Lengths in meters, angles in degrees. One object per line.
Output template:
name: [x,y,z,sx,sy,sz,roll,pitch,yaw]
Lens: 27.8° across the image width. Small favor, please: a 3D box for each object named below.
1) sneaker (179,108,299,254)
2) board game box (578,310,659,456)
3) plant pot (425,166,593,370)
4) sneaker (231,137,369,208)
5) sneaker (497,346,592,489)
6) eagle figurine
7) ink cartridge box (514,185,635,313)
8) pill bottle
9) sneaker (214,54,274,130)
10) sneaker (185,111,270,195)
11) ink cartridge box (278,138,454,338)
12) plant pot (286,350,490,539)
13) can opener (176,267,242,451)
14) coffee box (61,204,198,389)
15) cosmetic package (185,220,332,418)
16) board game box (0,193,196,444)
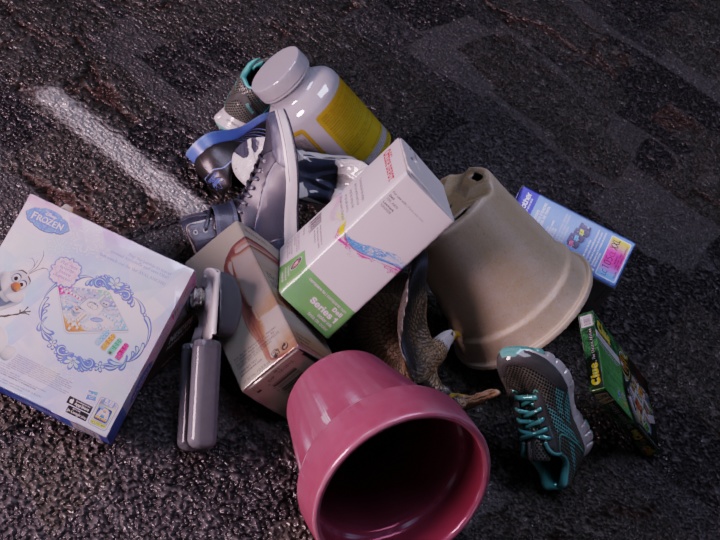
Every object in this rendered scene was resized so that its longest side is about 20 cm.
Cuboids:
sneaker: [-0.146,-0.092,1.754,0.145,0.204,0.077,-1,10,-7]
board game box: [0.314,0.139,1.761,0.200,0.023,0.106,45,36,-48]
plant pot: [0.150,-0.016,1.764,0.184,0.199,0.201,51,30,-24]
sneaker: [-0.058,-0.115,1.862,0.197,0.080,0.130,6,-6,17]
sneaker: [0.208,0.172,1.660,0.201,0.077,0.092,57,40,-31]
eagle figurine: [0.061,0.083,1.691,0.201,0.151,0.151,59,16,2]
ink cartridge box: [0.247,-0.031,1.934,0.199,0.137,0.077,26,71,3]
pill bottle: [-0.050,-0.198,1.928,0.200,0.112,0.112,46,28,-29]
sneaker: [-0.132,-0.263,2.040,0.077,0.092,0.200,27,37,1]
sneaker: [-0.144,-0.153,1.932,0.199,0.070,0.078,-27,77,-48]
ink cartridge box: [0.004,-0.040,1.651,0.084,0.200,0.145,44,13,-16]
plant pot: [0.011,0.184,1.530,0.198,0.201,0.179,2,27,-27]
can opener: [-0.160,0.093,1.559,0.066,0.053,0.202,14,71,-28]
coffee box: [-0.285,0.027,1.618,0.199,0.080,0.113,32,38,8]
cosmetic package: [-0.111,0.055,1.651,0.103,0.087,0.201,36,19,-51]
board game box: [-0.303,0.049,1.521,0.199,0.043,0.200,25,72,6]
